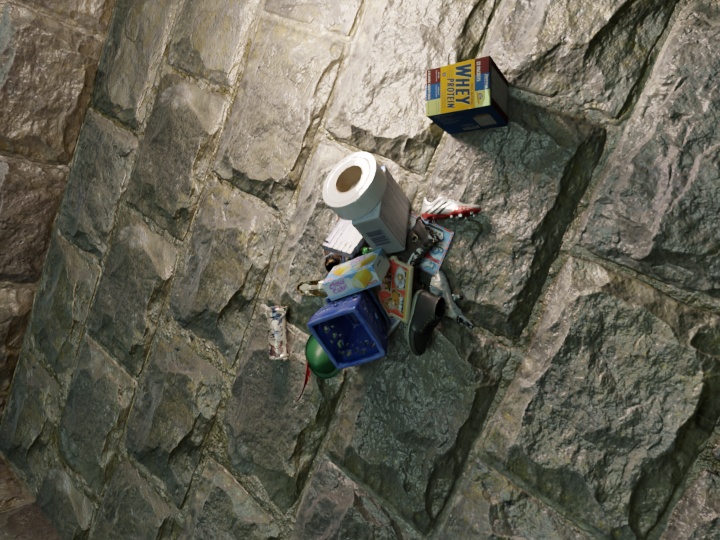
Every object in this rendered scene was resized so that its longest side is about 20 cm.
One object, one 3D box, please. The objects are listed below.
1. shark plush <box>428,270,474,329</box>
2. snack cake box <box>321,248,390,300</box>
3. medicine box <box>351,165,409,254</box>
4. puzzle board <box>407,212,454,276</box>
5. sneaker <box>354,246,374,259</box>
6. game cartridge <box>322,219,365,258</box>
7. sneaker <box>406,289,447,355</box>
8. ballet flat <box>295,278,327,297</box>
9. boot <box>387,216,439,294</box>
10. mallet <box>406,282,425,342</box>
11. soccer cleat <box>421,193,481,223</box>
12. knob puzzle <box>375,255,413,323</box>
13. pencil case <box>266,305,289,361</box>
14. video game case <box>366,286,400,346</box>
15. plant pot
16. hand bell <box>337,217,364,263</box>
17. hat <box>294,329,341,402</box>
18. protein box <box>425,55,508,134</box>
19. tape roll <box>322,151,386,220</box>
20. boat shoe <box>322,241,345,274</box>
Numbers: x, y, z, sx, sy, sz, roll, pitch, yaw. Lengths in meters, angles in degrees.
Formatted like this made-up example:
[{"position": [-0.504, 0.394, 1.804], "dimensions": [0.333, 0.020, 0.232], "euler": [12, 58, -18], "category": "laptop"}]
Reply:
[{"position": [0.282, 0.093, 1.614], "dimensions": [0.082, 0.092, 0.200], "euler": [-33, 59, -15], "category": "shark plush"}, {"position": [-0.013, 0.013, 1.650], "dimensions": [0.196, 0.116, 0.068], "euler": [-20, 113, 30], "category": "snack cake box"}, {"position": [0.068, -0.186, 1.648], "dimensions": [0.100, 0.182, 0.205], "euler": [-11, 54, 29], "category": "medicine box"}, {"position": [0.192, -0.091, 1.704], "dimensions": [0.197, 0.017, 0.154], "euler": [28, 102, 28], "category": "puzzle board"}, {"position": [0.000, 0.000, 1.754], "dimensions": [0.203, 0.083, 0.079], "euler": [-60, 20, 27], "category": "sneaker"}, {"position": [-0.028, -0.134, 1.766], "dimensions": [0.127, 0.039, 0.202], "euler": [20, 60, 26], "category": "game cartridge"}, {"position": [0.200, 0.168, 1.586], "dimensions": [0.105, 0.073, 0.207], "euler": [15, 102, 57], "category": "sneaker"}, {"position": [-0.151, 0.064, 1.874], "dimensions": [0.195, 0.065, 0.073], "euler": [-10, 81, 29], "category": "ballet flat"}, {"position": [0.184, -0.046, 1.656], "dimensions": [0.173, 0.069, 0.203], "euler": [-41, 68, 26], "category": "boot"}, {"position": [0.183, 0.143, 1.691], "dimensions": [0.064, 0.041, 0.207], "euler": [-2, 83, 25], "category": "mallet"}, {"position": [0.280, -0.201, 1.628], "dimensions": [0.195, 0.068, 0.088], "euler": [-4, 82, 32], "category": "soccer cleat"}, {"position": [0.095, 0.053, 1.674], "dimensions": [0.218, 0.030, 0.227], "euler": [15, 107, 58], "category": "knob puzzle"}, {"position": [-0.307, 0.235, 1.953], "dimensions": [0.088, 0.076, 0.207], "euler": [-10, 82, 49], "category": "pencil case"}, {"position": [0.051, 0.139, 1.775], "dimensions": [0.183, 0.023, 0.201], "euler": [48, 111, 23], "category": "video game case"}, {"position": [-0.024, 0.168, 1.680], "dimensions": [0.196, 0.181, 0.203], "euler": [-21, 114, 28], "category": "plant pot"}, {"position": [-0.040, -0.114, 1.818], "dimensions": [0.104, 0.103, 0.203], "euler": [-40, 57, 23], "category": "hand bell"}, {"position": [-0.167, 0.308, 1.808], "dimensions": [0.165, 0.175, 0.203], "euler": [-39, 70, 23], "category": "hat"}, {"position": [0.316, -0.507, 1.539], "dimensions": [0.193, 0.198, 0.140], "euler": [-1, 87, 30], "category": "protein box"}, {"position": [-0.019, -0.256, 1.582], "dimensions": [0.198, 0.071, 0.207], "euler": [-20, 50, 26], "category": "tape roll"}, {"position": [-0.091, -0.027, 1.823], "dimensions": [0.071, 0.072, 0.204], "euler": [-28, 65, 11], "category": "boat shoe"}]
